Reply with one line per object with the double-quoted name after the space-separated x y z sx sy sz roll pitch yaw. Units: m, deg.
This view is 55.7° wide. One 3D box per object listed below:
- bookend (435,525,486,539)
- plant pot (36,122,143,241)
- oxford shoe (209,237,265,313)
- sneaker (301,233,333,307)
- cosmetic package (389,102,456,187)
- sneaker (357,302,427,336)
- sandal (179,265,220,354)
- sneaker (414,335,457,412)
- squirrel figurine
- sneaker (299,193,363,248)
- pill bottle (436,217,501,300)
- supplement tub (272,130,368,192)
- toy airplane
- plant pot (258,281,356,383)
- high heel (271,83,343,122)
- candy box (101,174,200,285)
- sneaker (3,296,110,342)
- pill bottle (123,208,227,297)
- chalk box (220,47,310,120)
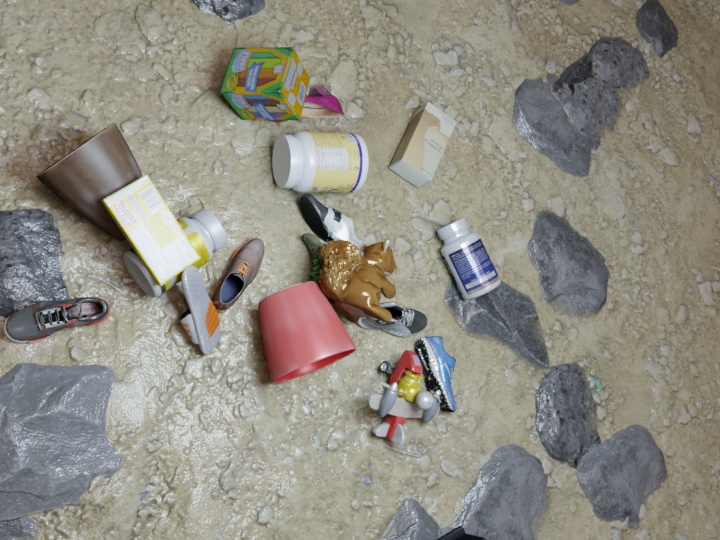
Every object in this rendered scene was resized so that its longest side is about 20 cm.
0.287 0.720 1.582 0.092 0.200 0.199 -18 88 -29 "bookend"
-0.516 -0.166 1.396 0.187 0.187 0.200 -46 114 -27 "plant pot"
-0.265 0.006 1.530 0.071 0.073 0.200 33 66 -16 "oxford shoe"
-0.090 0.003 1.625 0.089 0.077 0.200 -35 93 -20 "sneaker"
0.167 -0.335 1.817 0.105 0.071 0.200 30 67 -18 "cosmetic package"
0.097 0.118 1.665 0.200 0.115 0.075 6 76 -25 "sneaker"
-0.356 0.082 1.461 0.079 0.059 0.207 -52 137 -56 "sandal"
0.210 0.257 1.714 0.089 0.079 0.200 -14 85 -26 "sneaker"
0.000 0.000 1.557 0.200 0.141 0.187 36 65 -22 "squirrel figurine"
-0.068 -0.118 1.662 0.089 0.074 0.200 -46 111 -27 "sneaker"
0.280 -0.033 1.794 0.111 0.111 0.200 -27 92 -29 "pill bottle"
-0.097 -0.259 1.633 0.200 0.145 0.146 -3 80 -27 "supplement tub"
0.109 0.316 1.612 0.200 0.141 0.199 -41 117 -41 "toy airplane"
-0.132 0.132 1.516 0.200 0.200 0.178 -16 76 -29 "plant pot"
-0.129 -0.392 1.687 0.200 0.067 0.096 -38 86 -32 "high heel"
-0.414 -0.079 1.358 0.102 0.026 0.200 -37 108 -26 "candy box"
-0.594 0.086 1.341 0.200 0.082 0.077 -17 87 -29 "sneaker"
-0.391 -0.042 1.455 0.200 0.114 0.114 -38 97 -28 "pill bottle"
-0.239 -0.434 1.589 0.200 0.124 0.125 5 71 18 "chalk box"
